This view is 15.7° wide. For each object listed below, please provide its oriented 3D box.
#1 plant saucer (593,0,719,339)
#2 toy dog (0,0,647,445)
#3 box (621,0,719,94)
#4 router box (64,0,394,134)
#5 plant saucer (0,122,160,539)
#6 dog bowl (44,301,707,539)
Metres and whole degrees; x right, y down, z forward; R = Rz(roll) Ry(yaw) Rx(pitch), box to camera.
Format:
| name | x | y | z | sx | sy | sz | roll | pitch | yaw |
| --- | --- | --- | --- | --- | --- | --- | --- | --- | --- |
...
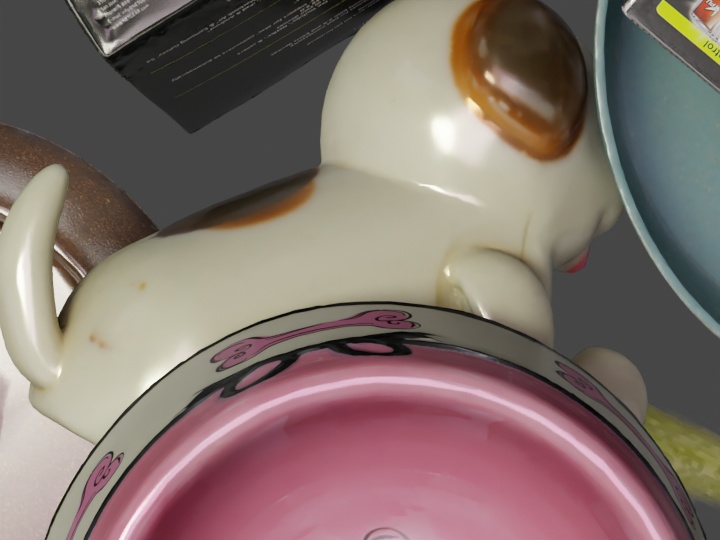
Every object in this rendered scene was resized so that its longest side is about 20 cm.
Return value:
| name | x | y | z | sx | sy | sz | roll | pitch | yaw |
| --- | --- | --- | --- | --- | --- | --- | --- | --- | --- |
| plant saucer | 0.151 | -0.059 | 0.828 | 0.200 | 0.036 | 0.200 | 2 | 86 | -27 |
| toy dog | 0.000 | 0.000 | 0.820 | 0.194 | 0.140 | 0.200 | 41 | 79 | -8 |
| box | 0.200 | -0.073 | 0.732 | 0.200 | 0.044 | 0.160 | 39 | 107 | 0 |
| router box | 0.007 | -0.122 | 0.799 | 0.200 | 0.149 | 0.051 | -32 | 82 | 1 |
| plant saucer | -0.148 | 0.047 | 0.870 | 0.200 | 0.032 | 0.201 | 0 | 92 | 2 |
| dog bowl | 0.007 | 0.107 | 0.704 | 0.200 | 0.074 | 0.201 | 0 | 88 | -3 |
